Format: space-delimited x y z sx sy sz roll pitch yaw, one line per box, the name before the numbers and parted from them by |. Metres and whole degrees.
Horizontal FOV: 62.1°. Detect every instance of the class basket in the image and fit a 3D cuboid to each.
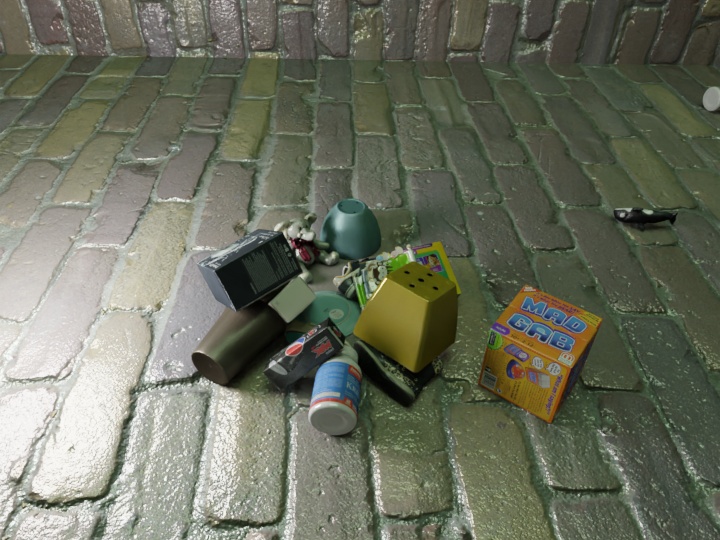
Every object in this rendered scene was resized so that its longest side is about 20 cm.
basket | -0.316 0.178 1.503 0.180 0.136 0.200 10 42 29

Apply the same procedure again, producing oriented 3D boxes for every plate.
plate | -0.095 0.117 1.668 0.199 0.026 0.200 1 38 -1

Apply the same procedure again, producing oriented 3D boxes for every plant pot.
plant pot | 0.130 0.096 1.482 0.200 0.177 0.200 30 33 26
plant pot | -0.031 -0.149 1.909 0.199 0.135 0.200 1 39 -1

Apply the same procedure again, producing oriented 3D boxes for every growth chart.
growth chart | 0.070 0.018 1.663 0.199 0.018 0.145 -25 68 8

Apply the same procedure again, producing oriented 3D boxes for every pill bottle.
pill bottle | -0.054 0.274 1.409 0.112 0.113 0.200 4 40 3
pill bottle | 1.739 -0.815 2.820 0.199 0.112 0.111 -7 40 -12

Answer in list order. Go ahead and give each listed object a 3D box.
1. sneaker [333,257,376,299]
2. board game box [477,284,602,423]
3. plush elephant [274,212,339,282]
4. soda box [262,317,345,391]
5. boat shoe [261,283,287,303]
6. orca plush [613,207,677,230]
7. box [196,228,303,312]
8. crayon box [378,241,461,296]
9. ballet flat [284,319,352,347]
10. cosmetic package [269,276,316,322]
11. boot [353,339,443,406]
sneaker | 0.000 0.000 1.759 0.079 0.079 0.200 38 46 14
board game box | 0.432 0.199 1.453 0.199 0.201 0.200 27 45 27
plush elephant | -0.174 -0.090 1.812 0.164 0.155 0.200 -30 49 -33
soda box | -0.135 0.201 1.434 0.200 0.071 0.063 -36 14 12
boat shoe | -0.255 0.044 1.638 0.072 0.200 0.072 46 5 -3
orca plush | 0.976 -0.168 2.055 0.199 0.071 0.105 8 -5 0
box | -0.285 -0.007 1.518 0.196 0.124 0.200 -33 20 -21
crayon box | 0.166 0.021 1.719 0.199 0.058 0.173 -12 69 -17
ballet flat | -0.101 0.174 1.568 0.199 0.070 0.070 16 41 15
cosmetic package | -0.176 0.075 1.565 0.105 0.200 0.071 -42 93 -5
boot | 0.094 0.225 1.498 0.203 0.074 0.154 42 51 20
